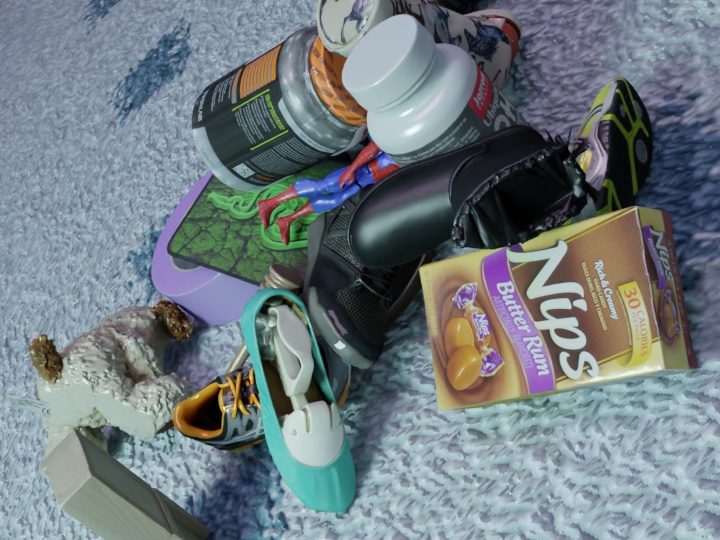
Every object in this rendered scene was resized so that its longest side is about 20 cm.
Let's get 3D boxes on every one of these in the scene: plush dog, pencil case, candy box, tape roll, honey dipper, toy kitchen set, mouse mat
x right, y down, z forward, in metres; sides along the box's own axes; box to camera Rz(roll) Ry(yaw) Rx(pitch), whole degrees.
[{"bbox_3d":[-0.272,0.104,1.258,0.199,0.161,0.172,-30,14,27],"label":"plush dog"},{"bbox_3d":[0.052,-0.218,1.068,0.078,0.199,0.090,2,82,48],"label":"pencil case"},{"bbox_3d":[0.141,0.033,0.864,0.199,0.056,0.118,-17,76,39],"label":"candy box"},{"bbox_3d":[-0.144,-0.040,1.302,0.199,0.066,0.201,-30,38,26],"label":"tape roll"},{"bbox_3d":[-0.117,0.086,1.140,0.201,0.038,0.038,-60,30,17],"label":"honey dipper"},{"bbox_3d":[-0.262,0.259,1.037,0.200,0.180,0.163,-45,32,-2],"label":"toy kitchen set"},{"bbox_3d":[-0.099,-0.061,1.209,0.199,0.008,0.162,18,68,35],"label":"mouse mat"}]

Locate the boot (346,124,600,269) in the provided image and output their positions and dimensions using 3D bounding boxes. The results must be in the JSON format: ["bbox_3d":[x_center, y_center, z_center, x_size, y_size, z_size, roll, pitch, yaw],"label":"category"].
[{"bbox_3d":[0.080,-0.048,0.888,0.197,0.074,0.163,-27,15,5],"label":"boot"}]

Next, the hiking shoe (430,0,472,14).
[{"bbox_3d":[0.114,-0.316,1.283,0.200,0.075,0.101,2,67,61],"label":"hiking shoe"}]

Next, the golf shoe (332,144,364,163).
[{"bbox_3d":[-0.037,-0.176,1.316,0.094,0.078,0.200,-37,43,4],"label":"golf shoe"}]

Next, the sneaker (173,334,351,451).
[{"bbox_3d":[-0.089,0.116,1.056,0.199,0.077,0.079,-33,61,31],"label":"sneaker"}]

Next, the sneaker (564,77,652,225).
[{"bbox_3d":[0.185,-0.076,0.947,0.076,0.075,0.201,-9,49,42],"label":"sneaker"}]

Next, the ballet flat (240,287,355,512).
[{"bbox_3d":[-0.052,0.105,0.966,0.070,0.067,0.201,124,129,-65],"label":"ballet flat"}]

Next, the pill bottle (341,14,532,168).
[{"bbox_3d":[0.076,-0.126,1.009,0.110,0.200,0.111,-29,39,27],"label":"pill bottle"}]

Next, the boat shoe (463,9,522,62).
[{"bbox_3d":[0.080,-0.220,1.222,0.199,0.071,0.063,-7,54,41],"label":"boat shoe"}]

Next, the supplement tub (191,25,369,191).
[{"bbox_3d":[-0.065,-0.161,1.135,0.199,0.122,0.123,-18,44,45],"label":"supplement tub"}]

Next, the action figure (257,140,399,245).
[{"bbox_3d":[-0.001,-0.086,1.118,0.199,0.065,0.052,-29,49,14],"label":"action figure"}]

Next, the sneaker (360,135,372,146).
[{"bbox_3d":[-0.005,-0.185,1.215,0.078,0.066,0.201,-34,66,3],"label":"sneaker"}]

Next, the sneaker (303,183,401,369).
[{"bbox_3d":[0.010,-0.008,1.023,0.114,0.076,0.200,-40,29,25],"label":"sneaker"}]

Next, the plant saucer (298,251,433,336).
[{"bbox_3d":[0.000,0.000,1.124,0.200,0.034,0.201,-31,38,27],"label":"plant saucer"}]
